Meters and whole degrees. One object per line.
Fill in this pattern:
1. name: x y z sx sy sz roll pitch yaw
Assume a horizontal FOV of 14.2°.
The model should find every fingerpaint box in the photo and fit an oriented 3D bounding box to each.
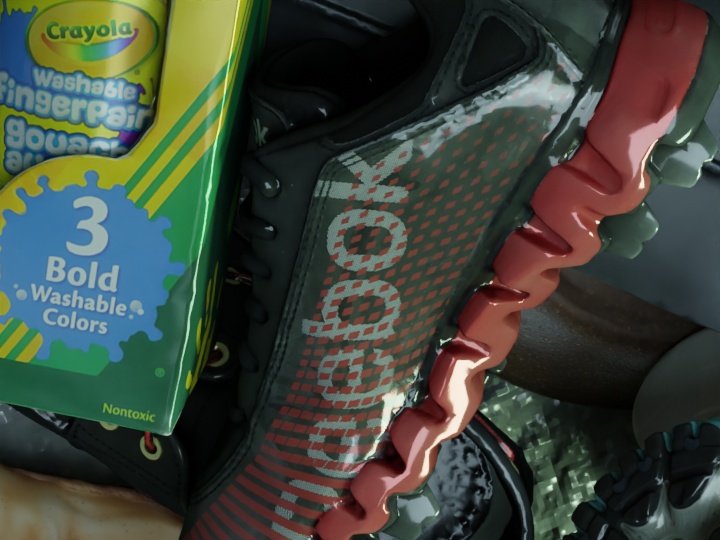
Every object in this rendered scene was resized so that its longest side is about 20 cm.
1. fingerpaint box: -0.123 -0.066 0.696 0.199 0.073 0.168 12 108 2

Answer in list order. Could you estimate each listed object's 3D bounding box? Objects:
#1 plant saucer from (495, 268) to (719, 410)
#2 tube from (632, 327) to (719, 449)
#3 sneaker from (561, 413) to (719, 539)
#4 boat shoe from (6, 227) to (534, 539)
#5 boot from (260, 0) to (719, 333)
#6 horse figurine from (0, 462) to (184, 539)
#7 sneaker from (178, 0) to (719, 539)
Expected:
1. plant saucer: 0.093 -0.050 0.816 0.199 0.037 0.202 -4 108 -13
2. tube: 0.145 0.095 0.856 0.058 0.052 0.200 -24 130 21
3. sneaker: 0.145 0.044 0.749 0.200 0.078 0.086 -36 143 22
4. boat shoe: -0.040 0.029 0.784 0.201 0.063 0.074 29 95 -11
5. boot: 0.041 -0.091 0.737 0.199 0.066 0.166 25 110 4
6. horse figurine: -0.136 0.072 0.781 0.200 0.050 0.133 44 80 -16
7. sneaker: 0.000 0.000 0.706 0.098 0.071 0.201 32 112 -8
